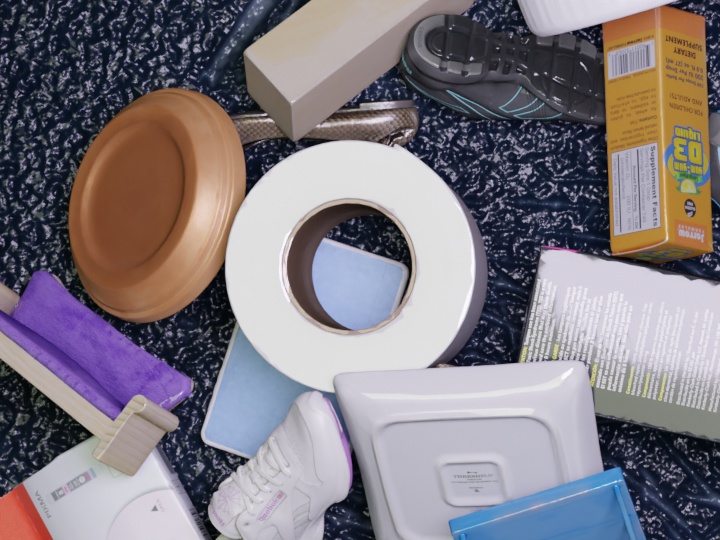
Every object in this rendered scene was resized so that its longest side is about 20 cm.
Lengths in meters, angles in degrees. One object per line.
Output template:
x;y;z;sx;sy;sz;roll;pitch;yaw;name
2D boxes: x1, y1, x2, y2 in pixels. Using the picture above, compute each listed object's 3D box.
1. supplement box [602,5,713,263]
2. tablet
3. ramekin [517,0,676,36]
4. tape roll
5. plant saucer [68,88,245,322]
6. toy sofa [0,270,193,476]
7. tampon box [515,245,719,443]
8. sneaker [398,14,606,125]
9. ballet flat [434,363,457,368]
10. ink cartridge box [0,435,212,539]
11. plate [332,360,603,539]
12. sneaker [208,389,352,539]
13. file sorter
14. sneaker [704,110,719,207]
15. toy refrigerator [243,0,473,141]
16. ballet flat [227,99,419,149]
0.242;-0.110;1.686;0.069;0.066;0.201;-9;78;47;supplement box
-0.048;0.071;1.768;0.130;0.014;0.200;18;89;8;tablet
0.209;-0.257;1.657;0.200;0.200;0.098;-16;98;7;ramekin
0.000;0.000;1.688;0.202;0.139;0.203;0;87;7;tape roll
-0.178;-0.058;1.725;0.200;0.037;0.201;-13;69;38;plant saucer
-0.243;0.075;1.733;0.200;0.083;0.098;36;86;22;toy sofa
0.232;0.060;1.662;0.200;0.150;0.127;12;91;8;tampon box
0.127;-0.161;1.729;0.200;0.079;0.076;16;64;-11;sneaker
0.120;0.141;1.689;0.065;0.071;0.200;-31;123;-8;ballet flat
-0.235;0.240;1.770;0.200;0.057;0.163;-30;85;1;ink cartridge box
0.091;0.157;1.631;0.199;0.032;0.200;-4;129;13;plate
-0.066;0.177;1.677;0.099;0.200;0.075;-8;49;-25;sneaker
0.169;0.272;1.623;0.138;0.200;0.123;-18;52;7;file sorter
0.351;-0.045;1.699;0.200;0.073;0.082;39;106;14;sneaker
-0.001;-0.202;1.708;0.200;0.076;0.070;-38;73;-13;toy refrigerator
-0.049;-0.115;1.753;0.199;0.067;0.046;-5;97;2;ballet flat
